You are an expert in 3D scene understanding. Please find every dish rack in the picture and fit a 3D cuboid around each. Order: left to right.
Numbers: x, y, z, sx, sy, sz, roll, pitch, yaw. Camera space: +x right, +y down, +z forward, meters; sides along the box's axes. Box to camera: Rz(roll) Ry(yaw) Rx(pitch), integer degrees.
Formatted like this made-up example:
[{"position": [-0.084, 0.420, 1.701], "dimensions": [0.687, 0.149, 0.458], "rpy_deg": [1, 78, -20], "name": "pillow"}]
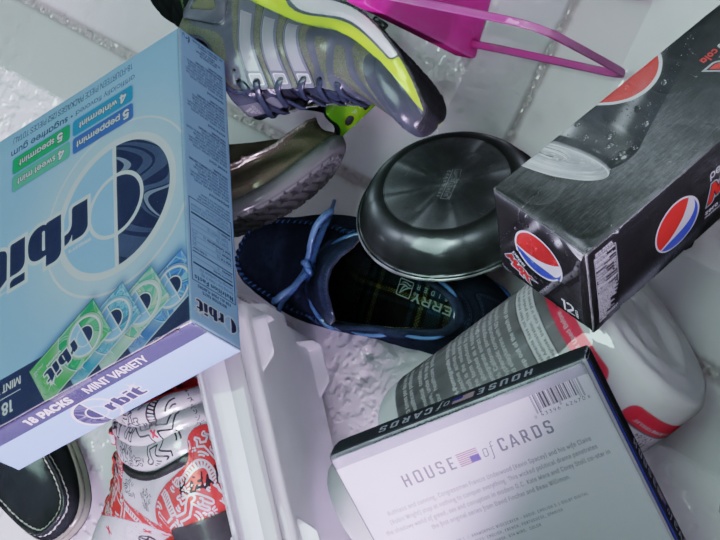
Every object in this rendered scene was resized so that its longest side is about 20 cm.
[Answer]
[{"position": [-0.040, 0.108, 1.206], "dimensions": [0.043, 0.172, 0.201], "rpy_deg": [-17, 76, 12], "name": "dish rack"}]

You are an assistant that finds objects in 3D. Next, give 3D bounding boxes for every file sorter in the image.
[{"position": [0.102, -0.221, 1.189], "dimensions": [0.125, 0.139, 0.201], "rpy_deg": [15, 90, 31], "name": "file sorter"}]

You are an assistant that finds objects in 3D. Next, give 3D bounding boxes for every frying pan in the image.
[{"position": [0.079, -0.026, 1.199], "dimensions": [0.190, 0.031, 0.115], "rpy_deg": [28, 60, 36], "name": "frying pan"}]

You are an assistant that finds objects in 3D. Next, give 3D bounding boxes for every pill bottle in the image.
[{"position": [0.080, 0.084, 1.163], "dimensions": [0.200, 0.111, 0.111], "rpy_deg": [-38, 64, 22], "name": "pill bottle"}]

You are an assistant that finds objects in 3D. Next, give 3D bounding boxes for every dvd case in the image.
[{"position": [0.094, 0.152, 1.115], "dimensions": [0.150, 0.025, 0.201], "rpy_deg": [-22, 106, 18], "name": "dvd case"}]

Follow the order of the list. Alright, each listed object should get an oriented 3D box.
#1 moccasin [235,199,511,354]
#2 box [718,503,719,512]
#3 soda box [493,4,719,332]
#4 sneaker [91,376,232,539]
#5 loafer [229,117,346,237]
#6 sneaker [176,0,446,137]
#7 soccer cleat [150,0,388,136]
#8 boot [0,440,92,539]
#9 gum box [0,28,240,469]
[{"position": [0.000, 0.000, 1.254], "dimensions": [0.199, 0.068, 0.081], "rpy_deg": [10, 88, 36], "name": "moccasin"}, {"position": [0.247, 0.037, 1.046], "dimensions": [0.160, 0.049, 0.201], "rpy_deg": [179, 103, -74], "name": "box"}, {"position": [0.162, -0.062, 1.102], "dimensions": [0.200, 0.063, 0.071], "rpy_deg": [-39, 56, -22], "name": "soda box"}, {"position": [-0.122, 0.120, 1.266], "dimensions": [0.201, 0.067, 0.108], "rpy_deg": [-22, 84, 63], "name": "sneaker"}, {"position": [-0.105, -0.047, 1.261], "dimensions": [0.199, 0.075, 0.070], "rpy_deg": [-25, 84, 8], "name": "loafer"}, {"position": [-0.032, -0.117, 1.227], "dimensions": [0.200, 0.074, 0.081], "rpy_deg": [32, 86, 38], "name": "sneaker"}, {"position": [-0.068, -0.142, 1.317], "dimensions": [0.200, 0.068, 0.081], "rpy_deg": [24, 65, 33], "name": "soccer cleat"}, {"position": [-0.275, 0.094, 1.365], "dimensions": [0.074, 0.154, 0.204], "rpy_deg": [-49, 60, 16], "name": "boot"}, {"position": [-0.146, -0.013, 1.186], "dimensions": [0.170, 0.045, 0.201], "rpy_deg": [-28, 49, 28], "name": "gum box"}]
